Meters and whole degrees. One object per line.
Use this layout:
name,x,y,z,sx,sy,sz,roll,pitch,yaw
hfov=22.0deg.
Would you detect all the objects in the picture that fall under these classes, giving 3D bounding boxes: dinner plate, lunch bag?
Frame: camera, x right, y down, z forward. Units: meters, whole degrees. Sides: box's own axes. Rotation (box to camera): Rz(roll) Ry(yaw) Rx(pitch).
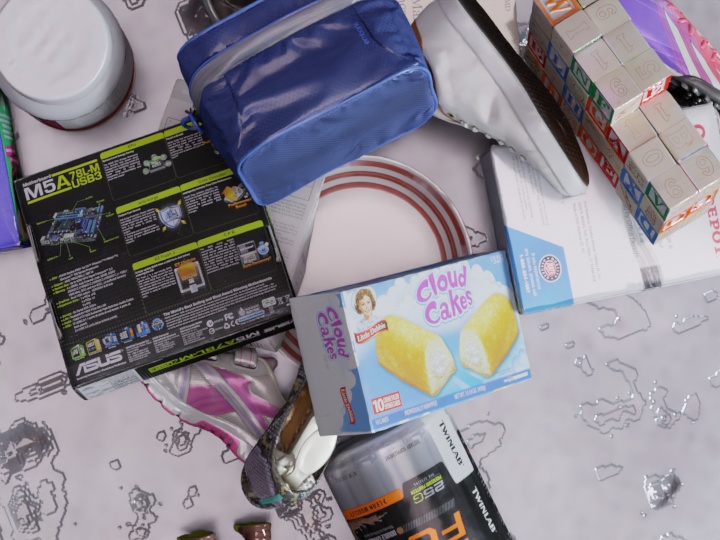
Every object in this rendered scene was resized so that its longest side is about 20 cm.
dinner plate,0.000,0.000,1.622,0.198,0.024,0.202,0,90,-2
lunch bag,-0.052,-0.155,1.489,0.199,0.136,0.133,-27,73,-3

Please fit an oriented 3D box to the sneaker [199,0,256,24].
sneaker,-0.124,-0.274,1.584,0.070,0.082,0.201,-30,87,-3

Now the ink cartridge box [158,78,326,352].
ink cartridge box,-0.117,-0.048,1.596,0.160,0.050,0.201,16,74,9

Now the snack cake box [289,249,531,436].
snack cake box,0.044,0.057,1.526,0.199,0.067,0.116,-14,93,-43

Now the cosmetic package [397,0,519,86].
cosmetic package,0.034,-0.208,1.599,0.198,0.073,0.104,-6,91,-2

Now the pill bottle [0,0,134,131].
pill bottle,-0.244,-0.175,1.519,0.109,0.200,0.111,0,90,-3

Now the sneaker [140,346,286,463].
sneaker,-0.117,0.099,1.592,0.199,0.081,0.089,36,87,-11

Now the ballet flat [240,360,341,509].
ballet flat,-0.027,0.113,1.545,0.072,0.072,0.201,31,67,-3

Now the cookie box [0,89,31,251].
cookie box,-0.381,-0.105,1.574,0.170,0.075,0.202,-10,91,-3

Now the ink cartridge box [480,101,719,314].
ink cartridge box,0.217,-0.052,1.603,0.198,0.084,0.146,-11,89,-3

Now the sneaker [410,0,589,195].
sneaker,0.109,-0.133,1.541,0.085,0.073,0.201,-37,87,21

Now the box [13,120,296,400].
box,-0.169,-0.016,1.545,0.199,0.048,0.194,-20,70,0

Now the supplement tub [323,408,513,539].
supplement tub,0.060,0.224,1.576,0.122,0.123,0.201,-27,91,-3

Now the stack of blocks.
stack of blocks,0.214,-0.133,1.508,0.058,0.115,0.201,-30,74,-9

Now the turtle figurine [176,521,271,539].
turtle figurine,-0.114,0.304,1.595,0.198,0.064,0.163,-9,91,-3

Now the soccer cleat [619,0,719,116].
soccer cleat,0.274,-0.196,1.617,0.199,0.068,0.073,31,84,0
